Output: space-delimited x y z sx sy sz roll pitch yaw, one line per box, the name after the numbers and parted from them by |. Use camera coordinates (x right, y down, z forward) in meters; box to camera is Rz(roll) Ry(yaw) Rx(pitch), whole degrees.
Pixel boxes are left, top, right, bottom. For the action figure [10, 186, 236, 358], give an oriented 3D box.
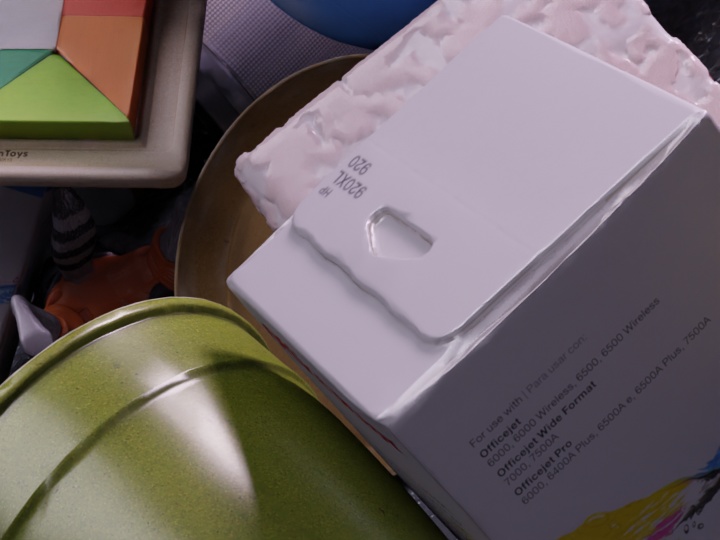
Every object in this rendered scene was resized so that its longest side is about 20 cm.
-0.121 -0.004 1.119 0.200 0.105 0.193 -45 3 -16 | action figure

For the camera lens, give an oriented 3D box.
-0.052 -0.154 1.191 0.200 0.160 0.160 -45 30 -12 | camera lens

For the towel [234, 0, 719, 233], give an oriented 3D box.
0.073 -0.027 0.899 0.191 0.032 0.200 -39 70 2 | towel

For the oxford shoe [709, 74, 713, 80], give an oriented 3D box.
0.077 -0.027 0.971 0.200 0.070 0.075 -31 37 21 | oxford shoe

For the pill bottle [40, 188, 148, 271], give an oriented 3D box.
-0.169 -0.093 1.298 0.200 0.114 0.114 -49 30 -12 | pill bottle

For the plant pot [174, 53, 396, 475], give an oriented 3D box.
0.000 0.000 0.976 0.200 0.027 0.200 -6 79 31 | plant pot

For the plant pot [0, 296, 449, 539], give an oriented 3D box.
-0.036 0.143 0.750 0.193 0.200 0.200 33 75 32 | plant pot

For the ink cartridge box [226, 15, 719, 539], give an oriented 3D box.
0.084 0.040 0.741 0.145 0.200 0.147 -44 30 -5 | ink cartridge box

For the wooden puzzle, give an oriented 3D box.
-0.172 -0.123 1.060 0.185 0.037 0.200 1 53 4 | wooden puzzle

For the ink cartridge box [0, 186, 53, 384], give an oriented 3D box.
-0.218 -0.013 1.160 0.145 0.085 0.200 -101 27 -78 | ink cartridge box

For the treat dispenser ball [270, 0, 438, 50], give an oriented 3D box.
0.024 -0.203 0.995 0.201 0.201 0.201 -29 32 20 | treat dispenser ball
